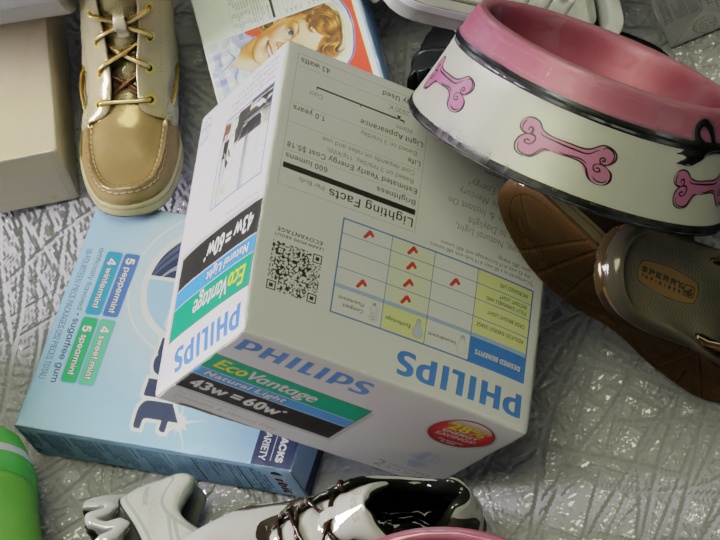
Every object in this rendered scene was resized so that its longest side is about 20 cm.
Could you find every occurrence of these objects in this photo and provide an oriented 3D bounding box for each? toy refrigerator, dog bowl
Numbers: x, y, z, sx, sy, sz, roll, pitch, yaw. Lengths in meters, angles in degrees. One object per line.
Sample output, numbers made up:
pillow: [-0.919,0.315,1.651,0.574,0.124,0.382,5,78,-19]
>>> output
toy refrigerator: [-0.246,-0.141,1.882,0.076,0.070,0.200,-12,59,4]
dog bowl: [0.133,-0.095,1.575,0.200,0.200,0.074,31,107,30]

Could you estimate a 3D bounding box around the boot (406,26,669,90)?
boot: [0.129,-0.178,1.776,0.198,0.073,0.163,4,57,19]

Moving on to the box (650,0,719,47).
box: [0.189,-0.262,1.772,0.060,0.117,0.200,-23,58,8]

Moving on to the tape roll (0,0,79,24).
tape roll: [-0.277,-0.261,1.800,0.139,0.203,0.203,-8,59,6]

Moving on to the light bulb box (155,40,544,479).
light bulb box: [0.000,0.000,1.627,0.125,0.198,0.200,-37,38,54]

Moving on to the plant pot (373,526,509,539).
plant pot: [0.058,0.267,1.479,0.200,0.179,0.200,-9,59,15]

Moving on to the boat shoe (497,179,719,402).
boat shoe: [0.168,-0.006,1.609,0.072,0.200,0.072,-25,30,59]

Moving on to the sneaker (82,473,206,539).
sneaker: [-0.102,0.206,1.637,0.081,0.075,0.200,-25,57,-6]

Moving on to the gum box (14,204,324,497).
gum box: [-0.104,0.049,1.738,0.200,0.045,0.170,8,64,22]

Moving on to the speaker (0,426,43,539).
speaker: [-0.234,0.198,1.673,0.088,0.088,0.200,-18,58,8]

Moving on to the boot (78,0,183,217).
boot: [-0.159,-0.151,1.786,0.073,0.156,0.200,-1,49,3]

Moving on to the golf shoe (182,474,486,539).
golf shoe: [-0.024,0.155,1.591,0.200,0.095,0.078,-11,60,-8]

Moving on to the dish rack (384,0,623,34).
dish rack: [0.074,-0.219,1.711,0.171,0.044,0.200,11,48,-23]

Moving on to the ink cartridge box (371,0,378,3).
ink cartridge box: [-0.005,-0.263,1.794,0.067,0.116,0.200,-38,27,30]

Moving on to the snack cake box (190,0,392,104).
snack cake box: [-0.041,-0.137,1.808,0.115,0.067,0.200,-19,58,6]

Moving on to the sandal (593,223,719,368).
sandal: [0.228,0.018,1.570,0.055,0.200,0.082,-16,57,57]
